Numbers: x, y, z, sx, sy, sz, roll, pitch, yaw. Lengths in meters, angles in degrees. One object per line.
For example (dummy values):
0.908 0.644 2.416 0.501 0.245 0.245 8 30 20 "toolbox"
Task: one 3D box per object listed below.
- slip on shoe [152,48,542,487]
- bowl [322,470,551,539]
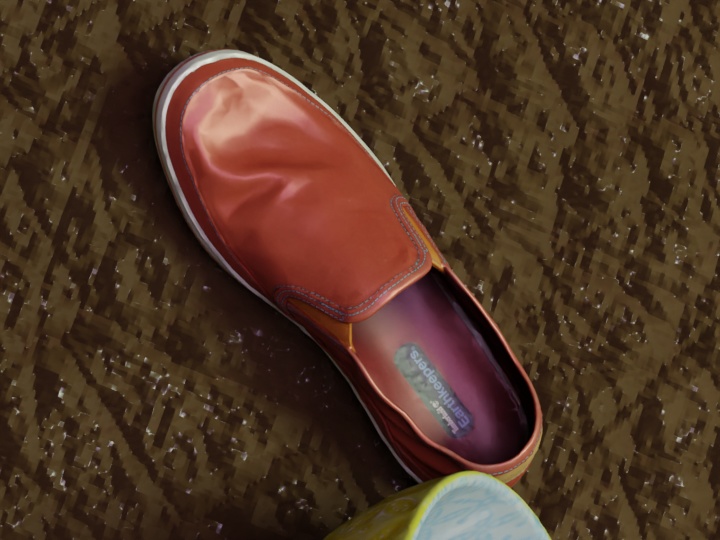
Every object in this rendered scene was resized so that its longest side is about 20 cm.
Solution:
0.000 0.000 0.958 0.074 0.061 0.200 -38 94 -17 "slip on shoe"
0.007 0.176 0.900 0.107 0.200 0.201 -13 86 23 "bowl"
